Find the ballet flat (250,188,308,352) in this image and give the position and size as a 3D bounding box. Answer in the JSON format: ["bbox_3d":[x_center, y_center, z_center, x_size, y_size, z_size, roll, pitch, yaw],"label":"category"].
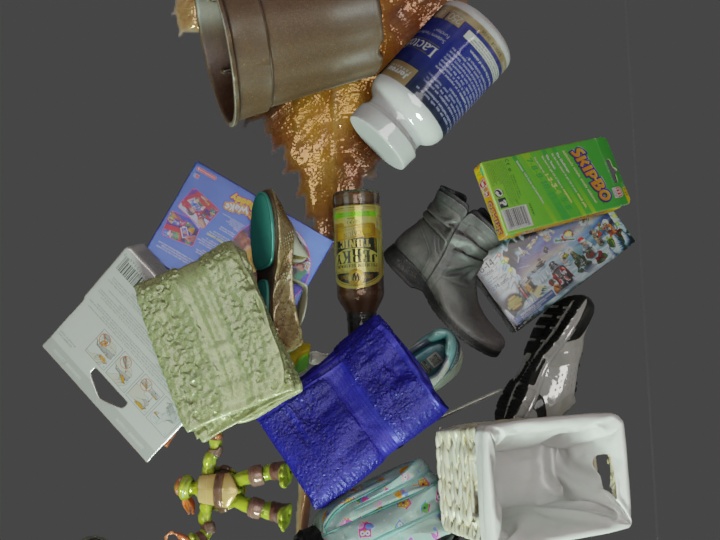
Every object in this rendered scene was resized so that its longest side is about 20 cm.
[{"bbox_3d":[-0.096,0.003,1.274,0.065,0.070,0.202,3,86,-31],"label":"ballet flat"}]

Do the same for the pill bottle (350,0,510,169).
[{"bbox_3d":[0.086,-0.231,1.324,0.116,0.116,0.200,42,82,-1],"label":"pill bottle"}]

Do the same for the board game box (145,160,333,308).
[{"bbox_3d":[-0.152,-0.027,1.318,0.199,0.045,0.135,31,83,-2],"label":"board game box"}]

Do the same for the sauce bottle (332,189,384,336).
[{"bbox_3d":[0.000,0.000,1.322,0.064,0.065,0.202,-4,85,-6],"label":"sauce bottle"}]

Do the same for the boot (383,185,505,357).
[{"bbox_3d":[0.136,0.001,1.301,0.200,0.070,0.132,45,101,-1],"label":"boot"}]

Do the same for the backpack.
[{"bbox_3d":[0.021,0.315,1.255,0.199,0.167,0.128,-25,85,-14],"label":"backpack"}]

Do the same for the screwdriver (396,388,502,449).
[{"bbox_3d":[0.090,0.187,1.331,0.199,0.028,0.029,-27,117,-4],"label":"screwdriver"}]

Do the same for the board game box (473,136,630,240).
[{"bbox_3d":[0.243,-0.105,1.313,0.198,0.030,0.096,-15,79,-23],"label":"board game box"}]

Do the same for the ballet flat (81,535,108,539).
[{"bbox_3d":[-0.263,0.390,1.266,0.199,0.064,0.068,38,57,-4],"label":"ballet flat"}]

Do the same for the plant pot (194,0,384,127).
[{"bbox_3d":[-0.085,-0.293,1.283,0.196,0.200,0.202,-13,86,-14],"label":"plant pot"}]

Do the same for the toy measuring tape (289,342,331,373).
[{"bbox_3d":[-0.076,0.125,1.297,0.198,0.074,0.074,9,84,-2],"label":"toy measuring tape"}]

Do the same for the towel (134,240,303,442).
[{"bbox_3d":[-0.167,0.082,1.214,0.147,0.036,0.202,-24,85,-2],"label":"towel"}]

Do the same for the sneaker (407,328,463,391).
[{"bbox_3d":[0.046,0.143,1.293,0.077,0.086,0.200,38,75,17],"label":"sneaker"}]

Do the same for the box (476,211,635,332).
[{"bbox_3d":[0.236,-0.033,1.360,0.199,0.040,0.137,-36,88,-7],"label":"box"}]

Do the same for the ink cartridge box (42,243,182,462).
[{"bbox_3d":[-0.261,0.099,1.278,0.200,0.045,0.176,46,105,5],"label":"ink cartridge box"}]

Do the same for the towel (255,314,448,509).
[{"bbox_3d":[-0.015,0.164,1.234,0.199,0.050,0.148,-39,69,1],"label":"towel"}]

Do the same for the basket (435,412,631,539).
[{"bbox_3d":[0.195,0.237,1.212,0.198,0.123,0.137,0,83,-27],"label":"basket"}]

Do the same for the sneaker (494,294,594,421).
[{"bbox_3d":[0.248,0.125,1.341,0.080,0.074,0.201,30,87,-17],"label":"sneaker"}]

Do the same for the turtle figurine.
[{"bbox_3d":[-0.164,0.278,1.279,0.159,0.064,0.202,2,75,13],"label":"turtle figurine"}]
